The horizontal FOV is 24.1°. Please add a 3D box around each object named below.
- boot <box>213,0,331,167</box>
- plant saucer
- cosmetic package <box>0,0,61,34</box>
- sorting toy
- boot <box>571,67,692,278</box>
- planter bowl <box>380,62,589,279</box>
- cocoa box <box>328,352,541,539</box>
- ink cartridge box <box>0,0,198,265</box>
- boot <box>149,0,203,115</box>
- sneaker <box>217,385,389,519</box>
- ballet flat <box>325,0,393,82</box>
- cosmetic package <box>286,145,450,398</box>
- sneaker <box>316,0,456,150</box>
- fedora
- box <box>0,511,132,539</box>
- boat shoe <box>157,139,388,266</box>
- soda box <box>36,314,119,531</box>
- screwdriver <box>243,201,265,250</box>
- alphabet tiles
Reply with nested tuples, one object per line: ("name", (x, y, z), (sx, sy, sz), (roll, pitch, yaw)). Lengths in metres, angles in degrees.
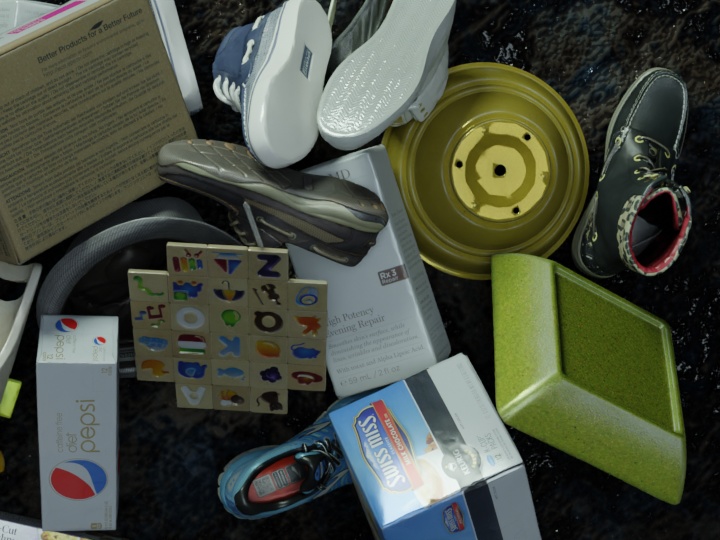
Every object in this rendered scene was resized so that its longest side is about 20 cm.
("boot", (-0.085, -0.149, 1.436), (0.090, 0.200, 0.073), (-19, 125, 27))
("plant saucer", (0.209, 0.081, 1.469), (0.199, 0.200, 0.048), (27, 130, -22))
("cosmetic package", (-0.301, -0.130, 1.452), (0.074, 0.102, 0.201), (4, 95, -39))
("sorting toy", (-0.340, 0.064, 1.441), (0.107, 0.200, 0.180), (28, 84, -47))
("boot", (0.262, -0.085, 1.500), (0.073, 0.154, 0.204), (22, 89, -10))
("planter bowl", (0.119, -0.090, 1.520), (0.200, 0.083, 0.201), (0, 93, -7))
("cocoa box", (0.070, 0.198, 1.456), (0.131, 0.134, 0.200), (-23, 140, -5))
("ink cartridge box", (-0.246, -0.123, 1.384), (0.200, 0.075, 0.165), (-32, 115, -32))
("boot", (-0.208, -0.224, 1.479), (0.090, 0.073, 0.200), (-16, 97, -7))
("sneaker", (-0.030, 0.172, 1.511), (0.200, 0.090, 0.079), (-29, 96, -5))
("ballet flat", (0.017, -0.256, 1.511), (0.068, 0.068, 0.200), (29, 89, 5))
("cosmetic package", (0.000, 0.000, 1.495), (0.101, 0.074, 0.200), (-18, 96, 15))
("sneaker", (0.028, -0.150, 1.457), (0.074, 0.116, 0.200), (23, 56, 18))
("fedora", (-0.189, 0.002, 1.462), (0.177, 0.090, 0.200), (30, 118, -37))
("box", (-0.264, 0.252, 1.513), (0.200, 0.039, 0.042), (15, 90, -7))
("boat shoe", (-0.078, -0.050, 1.407), (0.200, 0.075, 0.073), (18, 110, -6))
("soda box", (-0.241, 0.134, 1.448), (0.068, 0.064, 0.200), (1, 128, -7))
("screwdriver", (-0.077, 0.000, 1.405), (0.028, 0.200, 0.029), (0, 65, 9))
("alphabet tiles", (-0.111, 0.052, 1.434), (0.166, 0.006, 0.200), (3, 134, 0))
